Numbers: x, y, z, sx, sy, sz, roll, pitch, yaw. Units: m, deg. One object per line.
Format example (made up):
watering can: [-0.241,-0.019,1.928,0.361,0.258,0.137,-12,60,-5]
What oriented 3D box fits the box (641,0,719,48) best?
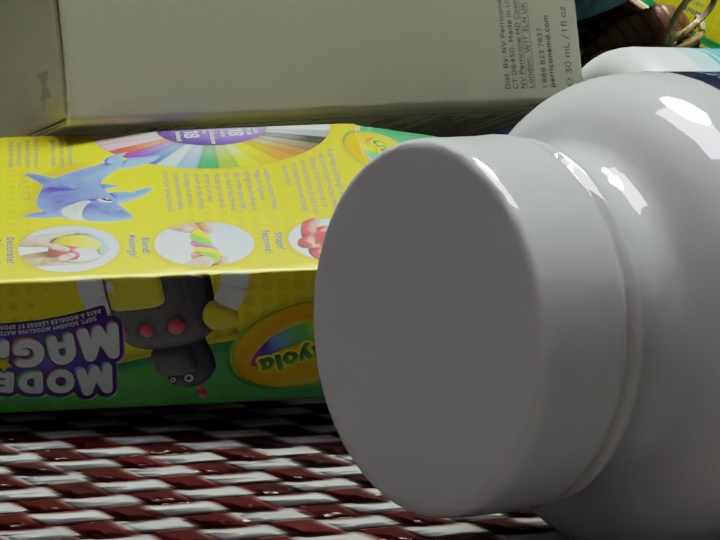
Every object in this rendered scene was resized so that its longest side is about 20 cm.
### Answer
box: [0.190,-0.086,1.300,0.200,0.048,0.117,29,-20,2]

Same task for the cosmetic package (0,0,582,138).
cosmetic package: [-0.034,-0.080,0.922,0.199,0.071,0.105,-4,-4,-31]

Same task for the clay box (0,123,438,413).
clay box: [-0.065,-0.002,0.804,0.199,0.048,0.115,-1,24,-7]

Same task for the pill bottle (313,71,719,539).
pill bottle: [0.092,0.008,0.628,0.199,0.112,0.111,-2,7,-37]

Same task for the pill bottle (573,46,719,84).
pill bottle: [0.173,-0.023,0.959,0.199,0.111,0.111,0,6,-22]

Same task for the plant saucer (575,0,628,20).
plant saucer: [0.040,-0.128,1.039,0.200,0.039,0.201,6,-12,1]

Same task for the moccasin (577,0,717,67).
moccasin: [0.118,-0.080,1.110,0.073,0.078,0.201,-22,34,-8]

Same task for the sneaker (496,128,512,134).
sneaker: [0.014,-0.073,1.131,0.199,0.071,0.083,37,15,33]
